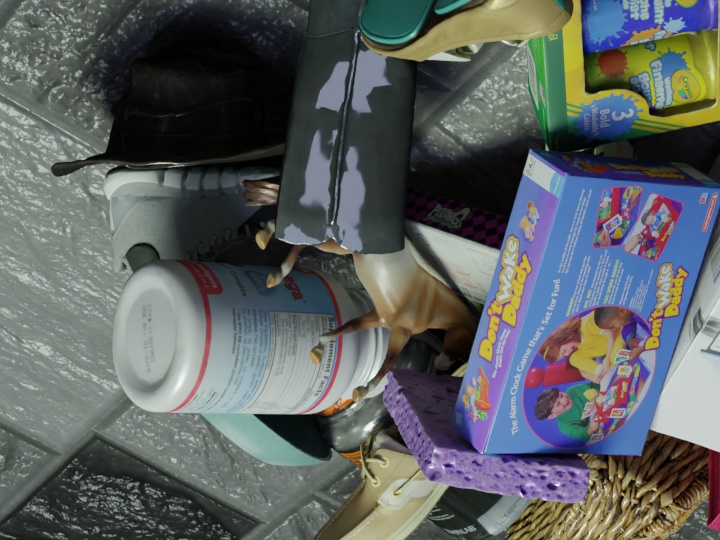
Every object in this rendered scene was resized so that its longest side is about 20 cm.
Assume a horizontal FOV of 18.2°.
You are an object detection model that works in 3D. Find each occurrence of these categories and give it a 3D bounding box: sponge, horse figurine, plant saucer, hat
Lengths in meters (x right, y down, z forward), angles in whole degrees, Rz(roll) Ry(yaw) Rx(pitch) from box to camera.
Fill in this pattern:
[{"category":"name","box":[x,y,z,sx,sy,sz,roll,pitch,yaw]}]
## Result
[{"category":"sponge","box":[0.085,0.113,1.585,0.111,0.200,0.030,9,101,-11]},{"category":"horse figurine","box":[0.000,0.000,1.615,0.200,0.132,0.050,57,150,-1]},{"category":"plant saucer","box":[-0.105,0.089,1.778,0.036,0.200,0.200,-45,118,7]},{"category":"hat","box":[-0.132,-0.115,1.615,0.200,0.201,0.081,-4,96,22]}]

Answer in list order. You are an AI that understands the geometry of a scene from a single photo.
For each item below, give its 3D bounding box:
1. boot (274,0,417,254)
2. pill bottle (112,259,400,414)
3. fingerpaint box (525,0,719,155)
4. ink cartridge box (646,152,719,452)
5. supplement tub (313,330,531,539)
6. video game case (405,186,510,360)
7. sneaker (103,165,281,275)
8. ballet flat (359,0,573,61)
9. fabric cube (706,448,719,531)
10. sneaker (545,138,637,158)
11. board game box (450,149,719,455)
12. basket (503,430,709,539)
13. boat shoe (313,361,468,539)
[{"category":"boot","box":[0.031,-0.105,1.524,0.164,0.066,0.200,12,104,10]},{"category":"pill bottle","box":[-0.072,0.051,1.647,0.200,0.109,0.109,4,152,-38]},{"category":"fingerpaint box","box":[0.187,-0.179,1.420,0.166,0.073,0.200,-12,138,-3]},{"category":"ink cartridge box","box":[0.267,0.005,1.559,0.086,0.147,0.200,18,126,-8]},{"category":"supplement tub","box":[0.048,0.120,1.814,0.200,0.123,0.122,39,135,-26]},{"category":"video game case","box":[0.106,0.025,1.653,0.181,0.036,0.200,55,163,-27]},{"category":"sneaker","box":[-0.101,-0.020,1.695,0.200,0.116,0.075,2,180,25]},{"category":"ballet flat","box":[0.064,-0.155,1.393,0.063,0.069,0.200,34,167,-21]},{"category":"fabric cube","box":[0.381,0.098,1.607,0.199,0.200,0.196,25,131,-12]},{"category":"sneaker","box":[0.162,-0.089,1.570,0.074,0.080,0.200,3,137,17]},{"category":"board game box","box":[0.151,0.024,1.497,0.134,0.045,0.200,4,112,-32]},{"category":"basket","box":[0.220,0.202,1.839,0.149,0.143,0.200,24,140,-9]},{"category":"boat shoe","box":[0.034,0.146,1.718,0.200,0.074,0.066,-43,114,-4]}]
